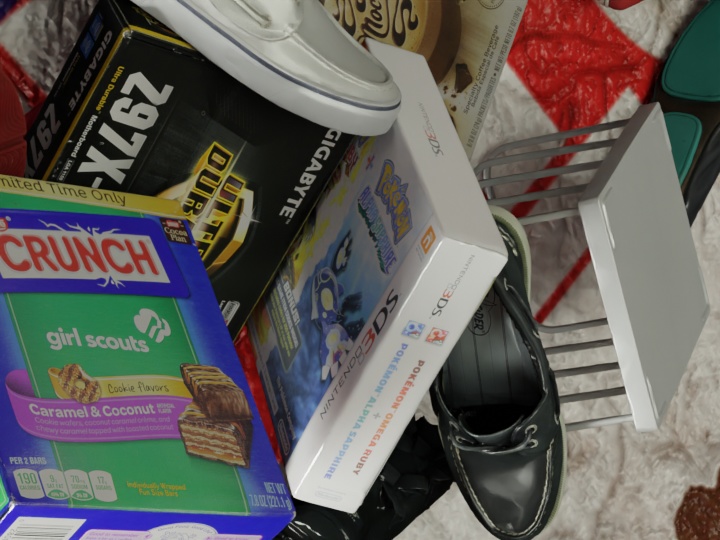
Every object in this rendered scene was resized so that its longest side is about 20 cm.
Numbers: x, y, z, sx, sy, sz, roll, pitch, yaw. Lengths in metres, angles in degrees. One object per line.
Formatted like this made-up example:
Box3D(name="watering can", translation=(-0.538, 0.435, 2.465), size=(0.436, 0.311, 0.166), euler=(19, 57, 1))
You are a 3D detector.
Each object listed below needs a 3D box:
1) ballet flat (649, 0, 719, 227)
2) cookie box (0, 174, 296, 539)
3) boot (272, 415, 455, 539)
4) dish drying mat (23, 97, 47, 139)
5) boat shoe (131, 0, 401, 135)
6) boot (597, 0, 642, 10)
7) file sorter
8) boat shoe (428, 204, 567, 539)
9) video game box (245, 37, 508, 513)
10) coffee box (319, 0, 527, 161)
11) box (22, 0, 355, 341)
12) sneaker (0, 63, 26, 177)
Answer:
Box3D(name="ballet flat", translation=(0.220, -0.095, 1.688), size=(0.073, 0.073, 0.200), euler=(41, 66, -29))
Box3D(name="cookie box", translation=(-0.144, 0.053, 1.286), size=(0.171, 0.075, 0.200), euler=(7, 49, -40))
Box3D(name="boot", translation=(-0.034, 0.166, 1.508), size=(0.073, 0.198, 0.162), euler=(48, 34, 3))
Box3D(name="dish drying mat", translation=(-0.111, -0.096, 1.421), size=(0.200, 0.018, 0.077), euler=(-34, 128, 5))
Box3D(name="boat shoe", translation=(-0.055, -0.146, 1.355), size=(0.200, 0.072, 0.066), euler=(35, 117, -3))
Box3D(name="boot", translation=(0.254, -0.192, 1.652), size=(0.200, 0.072, 0.144), euler=(-33, 72, -28))
Box3D(name="file sorter", translation=(0.119, 0.002, 1.535), size=(0.200, 0.124, 0.139), euler=(-49, 127, -65))
Box3D(name="boat shoe", translation=(0.072, 0.068, 1.426), size=(0.066, 0.074, 0.200), euler=(-60, 150, -67))
Box3D(name="video game box", translation=(0.000, 0.000, 1.420), size=(0.047, 0.200, 0.182), euler=(18, 119, -26))
Box3D(name="coffee box", translation=(-0.013, -0.151, 1.509), size=(0.200, 0.080, 0.113), euler=(24, 83, -33))
Box3D(name="box", translation=(-0.111, -0.040, 1.418), size=(0.159, 0.049, 0.200), euler=(17, 116, -32))
Box3D(name="sneaker", translation=(-0.242, -0.097, 1.359), size=(0.078, 0.115, 0.200), euler=(-21, 122, -47))
